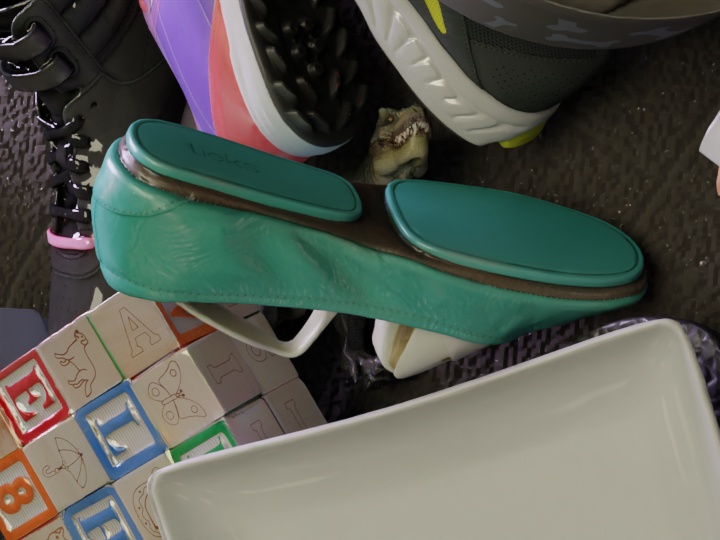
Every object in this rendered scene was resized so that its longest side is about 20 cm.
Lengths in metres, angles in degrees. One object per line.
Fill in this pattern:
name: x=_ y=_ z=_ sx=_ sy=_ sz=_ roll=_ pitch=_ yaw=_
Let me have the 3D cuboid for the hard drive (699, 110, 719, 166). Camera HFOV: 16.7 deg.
hard drive: x=0.219 y=-0.039 z=0.787 sx=0.200 sy=0.027 sz=0.132 roll=41 pitch=108 yaw=32

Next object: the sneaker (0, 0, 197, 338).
sneaker: x=-0.115 y=-0.057 z=0.968 sx=0.071 sy=0.099 sz=0.200 roll=11 pitch=85 yaw=52

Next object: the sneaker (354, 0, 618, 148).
sneaker: x=0.019 y=-0.137 z=0.864 sx=0.200 sy=0.074 sz=0.085 roll=45 pitch=133 yaw=-14

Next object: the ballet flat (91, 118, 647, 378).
ballet flat: x=0.000 y=0.000 z=0.866 sx=0.067 sy=0.200 sz=0.070 roll=-103 pitch=29 yaw=-57

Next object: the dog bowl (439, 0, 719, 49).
dog bowl: x=0.075 y=-0.164 z=0.815 sx=0.059 sy=0.200 sz=0.200 roll=128 pitch=132 yaw=-67

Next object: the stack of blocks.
stack of blocks: x=-0.055 y=0.107 z=0.908 sx=0.115 sy=0.059 sz=0.200 roll=-32 pitch=86 yaw=30

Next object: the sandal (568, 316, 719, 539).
sandal: x=0.081 y=0.096 z=0.866 sx=0.075 sy=0.045 sz=0.200 roll=46 pitch=125 yaw=36

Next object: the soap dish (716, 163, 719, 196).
soap dish: x=0.215 y=-0.078 z=0.723 sx=0.200 sy=0.081 sz=0.157 roll=15 pitch=98 yaw=36

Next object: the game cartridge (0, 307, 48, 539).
game cartridge: x=-0.137 y=0.104 z=0.958 sx=0.040 sy=0.133 sz=0.200 roll=-36 pitch=65 yaw=27

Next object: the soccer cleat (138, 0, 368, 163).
soccer cleat: x=-0.063 y=-0.131 z=0.922 sx=0.073 sy=0.068 sz=0.200 roll=-21 pitch=88 yaw=42

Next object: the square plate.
square plate: x=0.048 y=0.133 z=0.823 sx=0.200 sy=0.028 sz=0.198 roll=-18 pitch=94 yaw=21

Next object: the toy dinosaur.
toy dinosaur: x=-0.027 y=0.014 z=0.948 sx=0.200 sy=0.047 sz=0.088 roll=-34 pitch=63 yaw=33
